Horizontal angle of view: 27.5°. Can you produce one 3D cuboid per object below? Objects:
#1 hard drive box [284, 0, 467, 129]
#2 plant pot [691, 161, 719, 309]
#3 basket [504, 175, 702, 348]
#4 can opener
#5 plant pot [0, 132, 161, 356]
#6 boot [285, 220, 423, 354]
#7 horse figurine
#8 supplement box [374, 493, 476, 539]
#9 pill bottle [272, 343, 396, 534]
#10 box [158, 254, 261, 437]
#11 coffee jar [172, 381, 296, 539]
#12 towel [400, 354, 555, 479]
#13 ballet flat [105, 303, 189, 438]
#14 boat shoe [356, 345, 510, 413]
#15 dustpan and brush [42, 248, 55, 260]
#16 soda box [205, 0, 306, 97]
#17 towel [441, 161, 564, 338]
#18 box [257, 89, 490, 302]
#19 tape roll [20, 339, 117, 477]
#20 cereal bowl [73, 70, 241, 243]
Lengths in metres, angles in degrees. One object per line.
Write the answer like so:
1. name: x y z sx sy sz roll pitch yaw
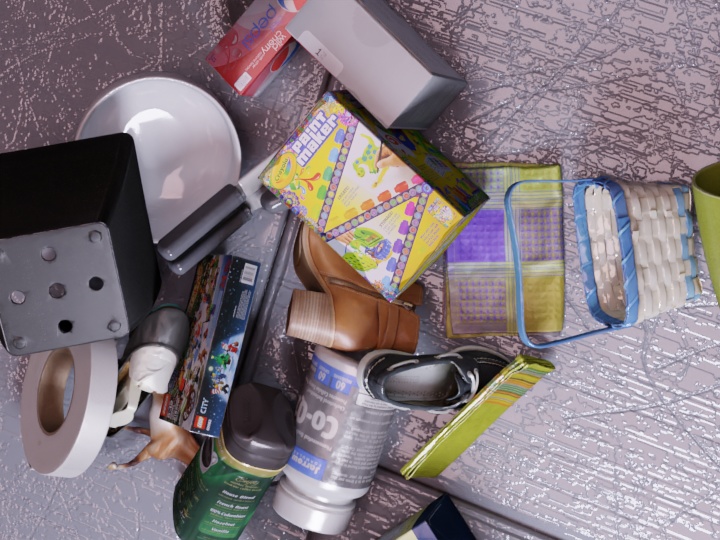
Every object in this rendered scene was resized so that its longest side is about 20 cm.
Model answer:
1. hard drive box: 0.022 -0.234 1.600 0.156 0.200 0.077 45 103 8
2. plant pot: 0.441 -0.001 1.534 0.184 0.187 0.203 -1 109 15
3. basket: 0.256 -0.014 1.576 0.197 0.139 0.179 -6 93 -16
4. can opener: -0.143 -0.068 1.687 0.199 0.053 0.066 -37 44 -9
5. plant pot: -0.330 -0.016 1.617 0.197 0.178 0.203 -10 114 -5
6. boot: 0.000 0.000 1.685 0.153 0.077 0.202 10 57 -8
7. horse figurine: -0.250 0.166 1.782 0.131 0.050 0.203 -1 96 21
8. supplement box: 0.060 0.402 1.674 0.199 0.134 0.201 -34 86 15
9. pill bottle: -0.028 0.191 1.692 0.113 0.114 0.202 20 99 12
10. box: -0.175 0.083 1.692 0.037 0.136 0.203 16 84 -22
11. coffee jar: -0.144 0.225 1.687 0.084 0.105 0.201 16 129 -21
12. towel: 0.134 0.168 1.654 0.200 0.086 0.018 -46 60 19
13. ballet flat: -0.252 0.126 1.702 0.067 0.069 0.201 18 129 -26
14. boat shoe: 0.094 0.126 1.629 0.197 0.060 0.077 -2 105 -25
15. dustpan and brush: -0.360 -0.039 1.788 0.197 0.057 0.142 7 96 14
16. soda box: -0.085 -0.293 1.690 0.063 0.070 0.200 45 104 8
17. towel: 0.162 -0.021 1.671 0.142 0.023 0.203 2 95 15
18. box: 0.020 -0.090 1.583 0.192 0.200 0.122 43 105 4
19. tape roll: -0.349 0.145 1.749 0.202 0.037 0.206 -21 64 51
20. cereal bowl: -0.237 -0.140 1.719 0.197 0.084 0.203 -3 114 -7
